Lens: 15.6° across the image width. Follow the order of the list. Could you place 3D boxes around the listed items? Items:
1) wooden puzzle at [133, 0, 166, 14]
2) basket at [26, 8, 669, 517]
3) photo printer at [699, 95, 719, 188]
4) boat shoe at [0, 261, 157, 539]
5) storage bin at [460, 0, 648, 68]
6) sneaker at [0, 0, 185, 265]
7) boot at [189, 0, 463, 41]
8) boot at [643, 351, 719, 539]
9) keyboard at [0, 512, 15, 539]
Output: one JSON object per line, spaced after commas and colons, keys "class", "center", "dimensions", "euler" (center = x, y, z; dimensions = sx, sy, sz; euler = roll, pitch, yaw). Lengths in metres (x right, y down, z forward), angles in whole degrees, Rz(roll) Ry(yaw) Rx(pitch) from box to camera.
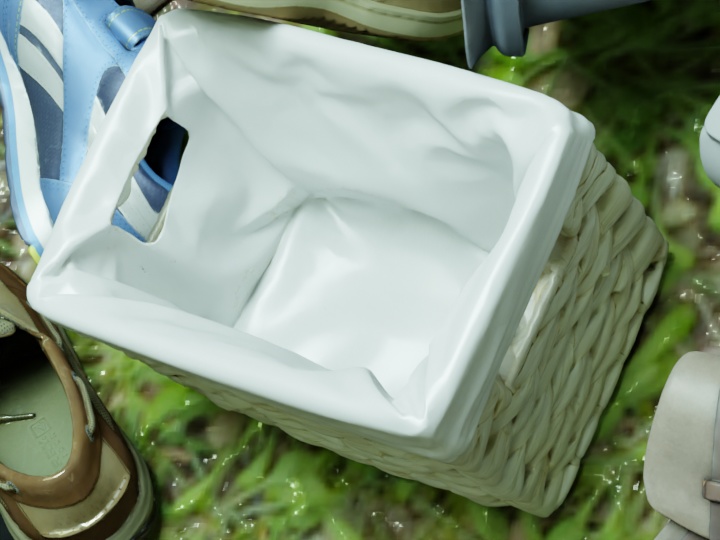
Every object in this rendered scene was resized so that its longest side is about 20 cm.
{"class": "wooden puzzle", "center": [-0.105, -0.223, 1.217], "dimensions": [0.185, 0.046, 0.200], "euler": [-37, 53, 9]}
{"class": "basket", "center": [0.000, 0.000, 0.994], "dimensions": [0.199, 0.123, 0.136], "euler": [17, 76, 36]}
{"class": "photo printer", "center": [0.240, -0.053, 0.912], "dimensions": [0.200, 0.069, 0.167], "euler": [35, 85, 37]}
{"class": "boat shoe", "center": [-0.153, 0.038, 1.087], "dimensions": [0.076, 0.074, 0.200], "euler": [-38, 54, -11]}
{"class": "storage bin", "center": [0.095, -0.183, 0.954], "dimensions": [0.134, 0.146, 0.201], "euler": [-5, 100, 6]}
{"class": "sneaker", "center": [-0.113, -0.092, 1.127], "dimensions": [0.082, 0.074, 0.201], "euler": [-17, 79, 18]}
{"class": "boot", "center": [-0.005, -0.174, 1.015], "dimensions": [0.073, 0.200, 0.156], "euler": [24, 104, 39]}
{"class": "boot", "center": [0.168, 0.064, 0.856], "dimensions": [0.146, 0.070, 0.201], "euler": [27, 112, 21]}
{"class": "keyboard", "center": [-0.190, 0.136, 1.103], "dimensions": [0.127, 0.021, 0.200], "euler": [-31, 53, 6]}
